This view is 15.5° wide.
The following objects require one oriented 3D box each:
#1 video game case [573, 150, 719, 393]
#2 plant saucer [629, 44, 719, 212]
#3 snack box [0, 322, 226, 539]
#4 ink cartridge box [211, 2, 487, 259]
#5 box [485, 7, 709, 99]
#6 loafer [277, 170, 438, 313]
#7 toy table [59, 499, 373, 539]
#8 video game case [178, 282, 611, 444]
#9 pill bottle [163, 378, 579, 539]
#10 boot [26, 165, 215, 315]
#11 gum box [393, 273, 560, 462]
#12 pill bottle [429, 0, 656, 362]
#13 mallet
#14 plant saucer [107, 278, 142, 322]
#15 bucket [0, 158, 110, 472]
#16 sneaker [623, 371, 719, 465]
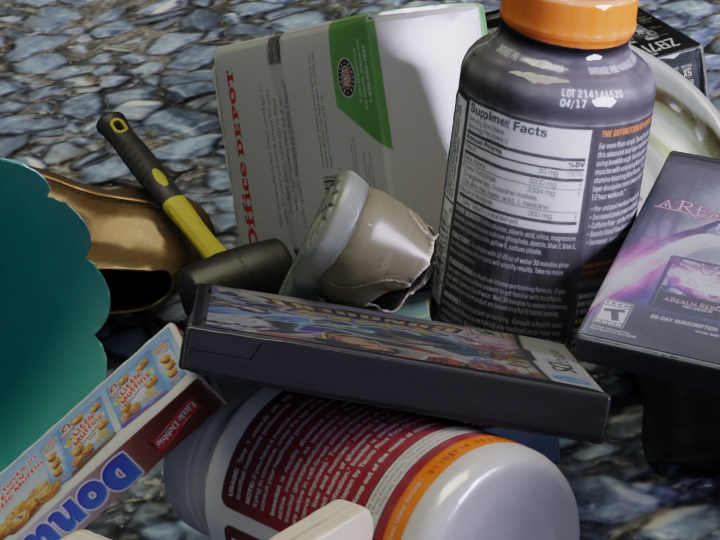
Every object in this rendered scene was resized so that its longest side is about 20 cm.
[{"bbox_3d":[0.204,0.003,1.363,0.142,0.019,0.200,12,35,15],"label":"video game case"},{"bbox_3d":[0.140,-0.060,1.625,0.199,0.050,0.201,11,49,-13],"label":"plant saucer"},{"bbox_3d":[-0.154,0.110,1.306,0.200,0.024,0.072,-42,25,3],"label":"snack box"},{"bbox_3d":[-0.002,-0.076,1.578,0.084,0.147,0.200,-10,4,-28],"label":"ink cartridge box"},{"bbox_3d":[0.110,-0.111,1.764,0.199,0.087,0.164,-16,25,-17],"label":"box"},{"bbox_3d":[0.000,0.000,1.414,0.069,0.075,0.200,26,-7,-1],"label":"loafer"},{"bbox_3d":[-0.060,0.187,1.115,0.183,0.118,0.200,8,27,31],"label":"toy table"},{"bbox_3d":[0.013,0.042,1.288,0.199,0.026,0.181,10,6,-3],"label":"video game case"},{"bbox_3d":[-0.001,0.113,1.264,0.113,0.114,0.200,-26,30,-35],"label":"pill bottle"},{"bbox_3d":[-0.193,-0.014,1.593,0.199,0.074,0.076,3,32,17],"label":"boot"},{"bbox_3d":[0.012,0.057,1.470,0.169,0.045,0.200,-9,23,-3],"label":"gum box"},{"bbox_3d":[0.100,-0.059,1.407,0.106,0.201,0.106,6,22,-3],"label":"pill bottle"},{"bbox_3d":[-0.115,-0.032,1.548,0.066,0.041,0.200,-24,45,-27],"label":"mallet"},{"bbox_3d":[-0.209,0.002,1.680,0.199,0.032,0.200,-6,24,3],"label":"plant saucer"},{"bbox_3d":[-0.249,0.033,1.421,0.134,0.208,0.207,5,26,46],"label":"bucket"},{"bbox_3d":[0.175,0.027,1.432,0.076,0.091,0.200,-10,23,0],"label":"sneaker"}]
